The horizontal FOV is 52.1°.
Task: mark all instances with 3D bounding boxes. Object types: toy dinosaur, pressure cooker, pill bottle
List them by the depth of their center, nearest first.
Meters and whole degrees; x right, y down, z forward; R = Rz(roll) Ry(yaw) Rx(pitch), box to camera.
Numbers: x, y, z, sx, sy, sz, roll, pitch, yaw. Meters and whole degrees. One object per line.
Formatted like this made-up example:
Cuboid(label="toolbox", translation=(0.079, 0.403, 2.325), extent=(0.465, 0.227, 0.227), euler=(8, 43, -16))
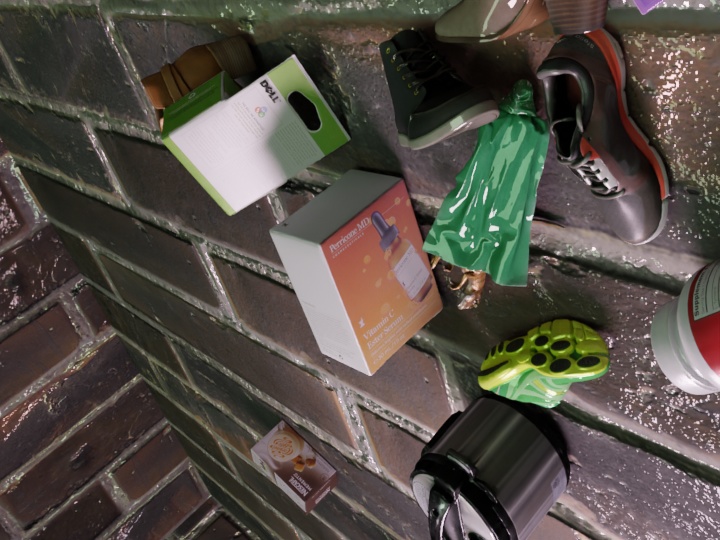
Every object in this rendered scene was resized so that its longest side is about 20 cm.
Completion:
Cuboid(label="pill bottle", translation=(0.320, 0.033, 0.561), extent=(0.113, 0.112, 0.200), euler=(49, 152, 3))
Cuboid(label="toy dinosaur", translation=(0.140, -0.029, 0.842), extent=(0.104, 0.061, 0.201), euler=(15, 147, -7))
Cuboid(label="pressure cooker", translation=(0.164, 0.290, 0.992), extent=(0.177, 0.199, 0.178), euler=(51, 153, -3))

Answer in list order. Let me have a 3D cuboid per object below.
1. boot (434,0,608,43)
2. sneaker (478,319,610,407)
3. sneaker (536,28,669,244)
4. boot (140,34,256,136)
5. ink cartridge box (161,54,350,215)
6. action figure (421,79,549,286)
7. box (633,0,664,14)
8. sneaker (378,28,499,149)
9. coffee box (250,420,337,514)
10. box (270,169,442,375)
Cuboid(label="boot", translation=(0.120, -0.262, 0.581), extent=(0.198, 0.070, 0.149), euler=(14, 128, 48))
Cuboid(label="sneaker", translation=(0.223, 0.113, 0.867), extent=(0.083, 0.075, 0.199), euler=(32, 154, -18))
Cuboid(label="sneaker", translation=(0.195, -0.101, 0.626), extent=(0.076, 0.082, 0.202), euler=(0, 123, 56))
Cuboid(label="boot", translation=(-0.197, -0.203, 1.009), extent=(0.077, 0.153, 0.203), euler=(41, 155, 55))
Cuboid(label="ink cartridge box", translation=(-0.133, -0.185, 0.949), extent=(0.148, 0.197, 0.077), euler=(50, -163, -40))
Cuboid(label="action figure", translation=(0.137, -0.090, 0.727), extent=(0.116, 0.055, 0.203), euler=(17, 126, 8))
Cuboid(label="box", translation=(0.157, -0.269, 0.428), extent=(0.202, 0.136, 0.039), euler=(55, 152, -5))
Cuboid(label="sneaker", translation=(0.061, -0.176, 0.691), extent=(0.200, 0.074, 0.108), euler=(-150, 40, -75))
Cuboid(label="coffee box", translation=(-0.164, 0.487, 1.827), extent=(0.199, 0.114, 0.081), euler=(37, 149, 26))
Cuboid(label="box", translation=(0.000, 0.000, 0.949), extent=(0.105, 0.152, 0.203), euler=(18, 138, 47))
